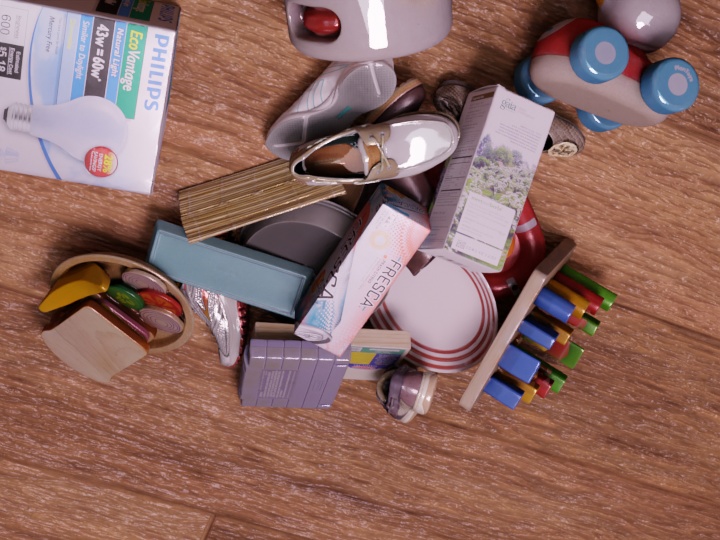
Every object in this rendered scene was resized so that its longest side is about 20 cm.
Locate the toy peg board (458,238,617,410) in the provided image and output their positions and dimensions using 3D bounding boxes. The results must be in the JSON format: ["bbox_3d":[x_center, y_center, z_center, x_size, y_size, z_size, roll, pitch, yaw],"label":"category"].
[{"bbox_3d":[0.233,0.084,1.484,0.098,0.199,0.200,31,111,11],"label":"toy peg board"}]

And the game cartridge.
[{"bbox_3d":[-0.088,0.132,1.509,0.130,0.038,0.200,7,155,-7],"label":"game cartridge"}]

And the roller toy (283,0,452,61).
[{"bbox_3d":[0.006,-0.314,1.280,0.182,0.200,0.140,-5,116,2],"label":"roller toy"}]

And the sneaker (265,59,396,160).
[{"bbox_3d":[-0.033,-0.200,1.401,0.200,0.080,0.070,-33,126,30],"label":"sneaker"}]

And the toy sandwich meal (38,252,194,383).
[{"bbox_3d":[-0.304,0.059,1.454,0.205,0.070,0.205,9,139,8],"label":"toy sandwich meal"}]

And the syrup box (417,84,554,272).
[{"bbox_3d":[0.143,-0.104,1.357,0.079,0.081,0.200,21,83,-20],"label":"syrup box"}]

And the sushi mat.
[{"bbox_3d":[-0.121,-0.093,1.425,0.200,0.096,0.012,-18,138,2],"label":"sushi mat"}]

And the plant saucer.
[{"bbox_3d":[-0.161,0.002,1.432,0.200,0.019,0.070,18,110,-5],"label":"plant saucer"}]

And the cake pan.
[{"bbox_3d":[-0.062,0.000,1.465,0.200,0.037,0.200,9,129,12],"label":"cake pan"}]

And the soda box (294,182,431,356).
[{"bbox_3d":[0.000,0.000,1.379,0.068,0.064,0.200,28,113,-16],"label":"soda box"}]

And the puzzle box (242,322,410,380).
[{"bbox_3d":[-0.046,0.106,1.522,0.200,0.025,0.133,4,156,-12],"label":"puzzle box"}]

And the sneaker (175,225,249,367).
[{"bbox_3d":[-0.189,0.029,1.493,0.082,0.078,0.200,-10,109,5],"label":"sneaker"}]

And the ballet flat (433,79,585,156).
[{"bbox_3d":[0.180,-0.174,1.436,0.200,0.046,0.067,20,147,-14],"label":"ballet flat"}]

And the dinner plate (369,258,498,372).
[{"bbox_3d":[0.088,0.038,1.502,0.200,0.024,0.200,18,124,29],"label":"dinner plate"}]

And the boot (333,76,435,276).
[{"bbox_3d":[0.064,-0.112,1.416,0.166,0.072,0.200,42,121,10],"label":"boot"}]

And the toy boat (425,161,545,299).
[{"bbox_3d":[0.156,-0.049,1.459,0.130,0.131,0.200,-27,116,5],"label":"toy boat"}]

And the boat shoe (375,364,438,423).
[{"bbox_3d":[0.053,0.154,1.527,0.065,0.200,0.072,22,80,-3],"label":"boat shoe"}]

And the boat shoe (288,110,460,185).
[{"bbox_3d":[0.016,-0.132,1.349,0.200,0.068,0.075,-14,100,14],"label":"boat shoe"}]

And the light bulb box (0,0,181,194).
[{"bbox_3d":[-0.314,-0.208,1.326,0.200,0.125,0.198,8,114,-10],"label":"light bulb box"}]

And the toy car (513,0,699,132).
[{"bbox_3d":[0.299,-0.282,1.371,0.177,0.184,0.200,20,83,-15],"label":"toy car"}]
